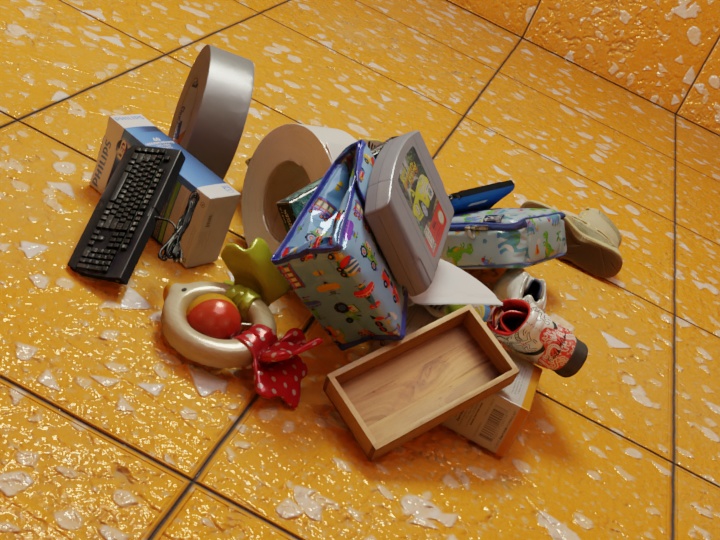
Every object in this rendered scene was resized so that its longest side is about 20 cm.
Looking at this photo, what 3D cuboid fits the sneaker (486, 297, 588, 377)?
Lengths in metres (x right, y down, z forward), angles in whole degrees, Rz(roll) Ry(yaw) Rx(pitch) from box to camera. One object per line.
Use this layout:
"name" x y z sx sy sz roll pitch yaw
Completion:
"sneaker" 0.199 0.075 1.438 0.108 0.067 0.201 36 -7 -18

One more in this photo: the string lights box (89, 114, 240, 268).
"string lights box" -0.251 -0.104 1.432 0.200 0.103 0.059 39 30 25

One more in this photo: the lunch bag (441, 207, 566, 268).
"lunch bag" 0.210 -0.050 1.718 0.160 0.083 0.199 0 8 37

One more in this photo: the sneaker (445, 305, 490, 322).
"sneaker" 0.103 0.020 1.579 0.200 0.076 0.105 43 12 34

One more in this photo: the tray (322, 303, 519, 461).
"tray" 0.068 0.122 1.252 0.199 0.037 0.099 -24 65 -27

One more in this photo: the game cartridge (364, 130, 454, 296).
"game cartridge" 0.057 -0.077 1.307 0.134 0.041 0.200 59 27 -23

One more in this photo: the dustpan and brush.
"dustpan and brush" 0.070 0.010 1.422 0.139 0.058 0.200 2 32 -32

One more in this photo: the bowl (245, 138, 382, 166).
"bowl" -0.060 -0.124 1.618 0.199 0.095 0.201 -9 1 0

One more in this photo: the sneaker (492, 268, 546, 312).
"sneaker" 0.239 0.039 1.625 0.074 0.088 0.200 19 25 -8

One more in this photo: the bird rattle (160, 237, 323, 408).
"bird rattle" -0.140 0.068 1.258 0.162 0.113 0.201 1 46 -20

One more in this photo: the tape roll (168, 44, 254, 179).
"tape roll" -0.210 -0.202 1.545 0.066 0.201 0.201 17 26 -19

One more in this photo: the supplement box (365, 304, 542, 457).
"supplement box" 0.108 0.124 1.356 0.199 0.074 0.126 28 24 6

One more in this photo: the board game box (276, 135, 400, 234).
"board game box" -0.001 -0.061 1.357 0.199 0.136 0.028 -33 22 -36

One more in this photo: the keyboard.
"keyboard" -0.251 -0.067 1.322 0.126 0.021 0.201 11 55 9

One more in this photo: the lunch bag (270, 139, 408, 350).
"lunch bag" 0.001 -0.037 1.289 0.151 0.093 0.201 54 39 -33

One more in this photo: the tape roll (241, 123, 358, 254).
"tape roll" -0.068 -0.086 1.448 0.070 0.203 0.203 2 34 -41

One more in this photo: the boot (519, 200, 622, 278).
"boot" 0.369 -0.075 1.976 0.199 0.073 0.156 28 26 3

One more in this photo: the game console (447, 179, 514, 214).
"game console" 0.114 -0.124 1.786 0.199 0.170 0.119 -17 74 -50
